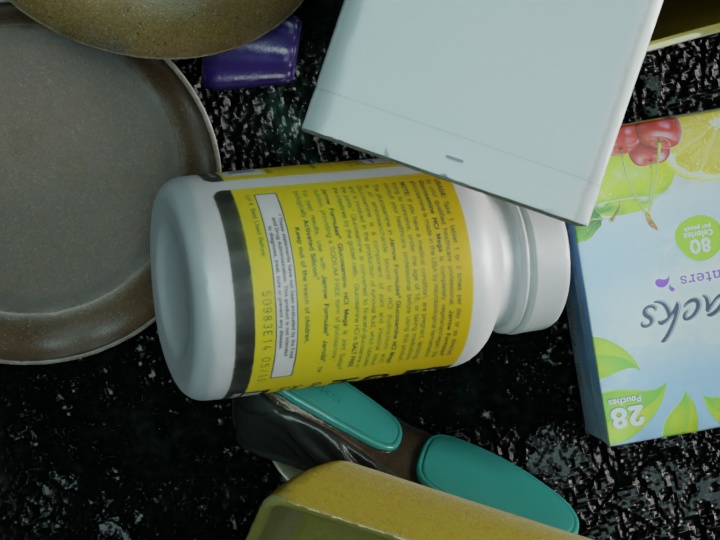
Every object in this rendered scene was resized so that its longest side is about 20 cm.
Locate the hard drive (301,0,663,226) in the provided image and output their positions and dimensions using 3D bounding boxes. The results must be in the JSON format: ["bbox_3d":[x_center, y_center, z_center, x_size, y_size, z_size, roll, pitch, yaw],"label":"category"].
[{"bbox_3d":[0.068,-0.135,0.675,0.132,0.026,0.201,19,91,-4],"label":"hard drive"}]

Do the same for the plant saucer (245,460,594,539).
[{"bbox_3d":[0.033,0.166,0.799,0.199,0.200,0.049,18,55,-4],"label":"plant saucer"}]

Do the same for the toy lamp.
[{"bbox_3d":[-0.131,-0.133,0.825,0.199,0.058,0.058,10,91,-3],"label":"toy lamp"}]

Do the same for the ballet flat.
[{"bbox_3d":[0.019,0.112,0.839,0.200,0.068,0.069,30,121,6],"label":"ballet flat"}]

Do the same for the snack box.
[{"bbox_3d":[0.211,-0.006,0.843,0.199,0.068,0.169,-9,92,-2],"label":"snack box"}]

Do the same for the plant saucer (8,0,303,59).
[{"bbox_3d":[-0.108,-0.202,0.787,0.200,0.035,0.201,7,63,-15],"label":"plant saucer"}]

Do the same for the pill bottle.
[{"bbox_3d":[0.000,0.000,0.797,0.199,0.112,0.113,-6,92,-19],"label":"pill bottle"}]

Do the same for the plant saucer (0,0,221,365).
[{"bbox_3d":[-0.173,-0.047,0.809,0.200,0.032,0.201,-4,115,-8],"label":"plant saucer"}]

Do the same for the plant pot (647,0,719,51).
[{"bbox_3d":[0.118,-0.202,0.776,0.199,0.176,0.201,-15,93,-2],"label":"plant pot"}]
